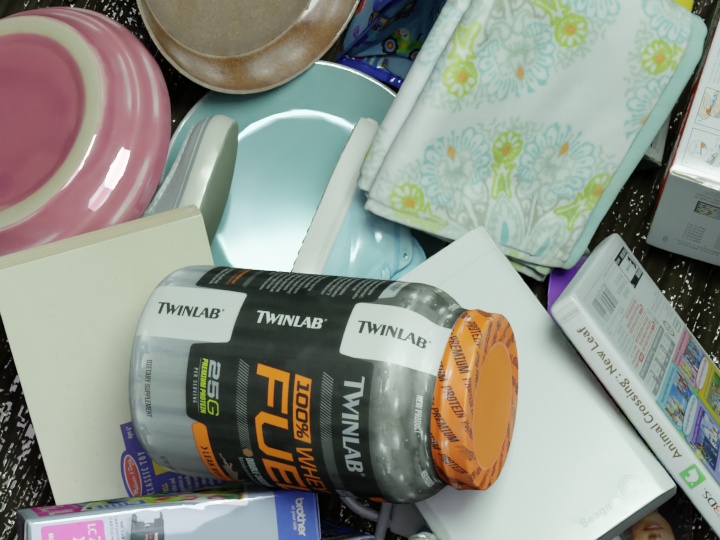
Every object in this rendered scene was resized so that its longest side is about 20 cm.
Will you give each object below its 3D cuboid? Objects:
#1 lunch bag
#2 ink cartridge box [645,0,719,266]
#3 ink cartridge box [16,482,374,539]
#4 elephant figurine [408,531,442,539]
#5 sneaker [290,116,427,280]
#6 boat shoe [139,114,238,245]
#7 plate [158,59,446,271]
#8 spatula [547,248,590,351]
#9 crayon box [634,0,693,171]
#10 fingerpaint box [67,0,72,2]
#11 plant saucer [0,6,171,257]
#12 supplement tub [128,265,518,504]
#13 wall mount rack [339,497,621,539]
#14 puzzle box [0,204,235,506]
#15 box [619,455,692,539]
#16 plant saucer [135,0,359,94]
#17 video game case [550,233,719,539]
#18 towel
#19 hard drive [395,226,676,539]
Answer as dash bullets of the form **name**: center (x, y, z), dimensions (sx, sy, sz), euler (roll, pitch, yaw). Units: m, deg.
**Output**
- **lunch bag**: center (0.064, -0.215, 1.097), dimensions (0.093, 0.200, 0.151), euler (25, 74, 0)
- **ink cartridge box**: center (0.260, -0.109, 1.116), dimensions (0.083, 0.176, 0.201), euler (18, 73, 9)
- **ink cartridge box**: center (-0.102, 0.150, 0.994), dimensions (0.198, 0.119, 0.042), euler (-2, 86, -14)
- **elephant figurine**: center (-0.018, 0.241, 0.962), dimensions (0.154, 0.141, 0.201), euler (-29, 117, -18)
- **sneaker**: center (0.000, 0.000, 1.075), dimensions (0.081, 0.074, 0.201), euler (21, 75, 2)
- **boat shoe**: center (-0.140, -0.012, 1.067), dimensions (0.071, 0.070, 0.202), euler (23, 96, 6)
- **plate**: center (-0.038, -0.045, 1.132), dimensions (0.198, 0.026, 0.202), euler (2, 76, -6)
- **spatula**: center (0.144, -0.043, 1.154), dimensions (0.056, 0.021, 0.202), euler (4, 70, -27)
- **crayon box**: center (0.168, -0.184, 1.153), dimensions (0.126, 0.051, 0.202), euler (24, 72, -30)
- **fingerpaint box**: center (-0.148, -0.287, 1.088), dimensions (0.166, 0.200, 0.074), euler (-35, 79, -14)
- **plant saucer**: center (-0.218, -0.084, 1.062), dimensions (0.199, 0.051, 0.202), euler (-8, 66, 18)
- **supplement tub**: center (-0.019, 0.064, 0.939), dimensions (0.198, 0.122, 0.124), euler (4, 73, 22)
- **wall mount rack**: center (0.056, 0.188, 1.048), dimensions (0.199, 0.075, 0.175), euler (18, 112, 16)
- **puzzle box**: center (-0.141, 0.070, 1.033), dimensions (0.132, 0.025, 0.202), euler (-15, 113, -11)
- **box**: center (0.176, 0.222, 1.078), dimensions (0.075, 0.050, 0.202), euler (1, 76, -6)
- **plant saucer**: center (-0.073, -0.217, 1.089), dimensions (0.200, 0.201, 0.034), euler (-48, 43, -16)
- **video game case**: center (0.194, 0.071, 1.044), dimensions (0.022, 0.200, 0.183), euler (-37, 90, 19)
- **towel**: center (0.107, -0.100, 1.047), dimensions (0.170, 0.048, 0.201), euler (19, 107, -34)
- **hard drive**: center (0.075, 0.087, 0.994), dimensions (0.131, 0.026, 0.201), euler (-33, 66, -5)
